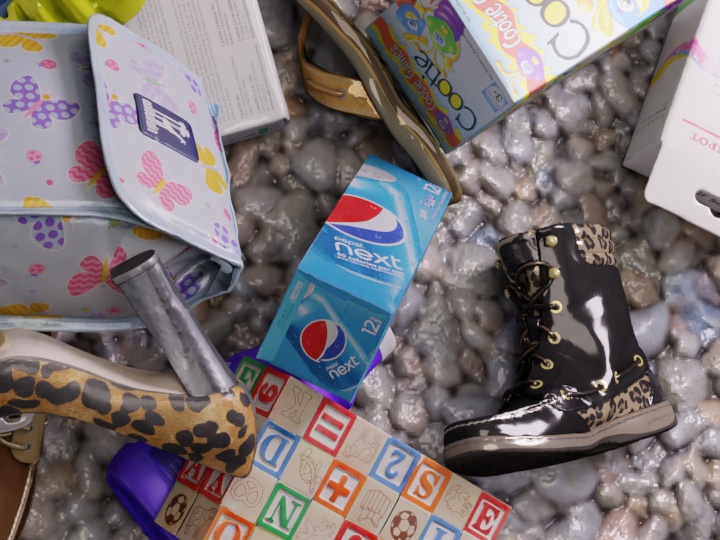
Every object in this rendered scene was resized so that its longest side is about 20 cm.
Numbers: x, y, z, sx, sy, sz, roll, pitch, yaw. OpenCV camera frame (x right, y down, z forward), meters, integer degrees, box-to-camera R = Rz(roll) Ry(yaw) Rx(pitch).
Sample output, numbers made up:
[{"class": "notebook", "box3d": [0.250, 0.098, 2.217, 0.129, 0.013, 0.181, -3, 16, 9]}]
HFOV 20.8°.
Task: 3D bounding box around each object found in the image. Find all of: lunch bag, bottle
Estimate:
[{"class": "lunch bag", "box3d": [-0.175, -0.060, 1.151, 0.199, 0.127, 0.170, 2, 48, -15]}, {"class": "bottle", "box3d": [-0.064, 0.093, 1.240, 0.200, 0.065, 0.084, -41, 102, -20]}]

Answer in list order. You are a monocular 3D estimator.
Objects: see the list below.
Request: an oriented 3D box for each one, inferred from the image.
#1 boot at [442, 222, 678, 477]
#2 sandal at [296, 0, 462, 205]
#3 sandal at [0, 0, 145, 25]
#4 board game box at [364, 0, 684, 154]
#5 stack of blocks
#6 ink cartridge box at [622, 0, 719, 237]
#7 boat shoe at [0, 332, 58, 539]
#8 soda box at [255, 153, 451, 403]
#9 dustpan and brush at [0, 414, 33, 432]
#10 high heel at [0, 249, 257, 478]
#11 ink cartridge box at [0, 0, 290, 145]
[{"class": "boot", "box3d": [0.117, 0.050, 1.282, 0.199, 0.073, 0.151, -6, 78, -39]}, {"class": "sandal", "box3d": [-0.004, -0.118, 1.303, 0.054, 0.080, 0.200, -34, 96, 4]}, {"class": "sandal", "box3d": [-0.227, -0.158, 1.227, 0.199, 0.080, 0.087, -29, 49, 2]}, {"class": "board game box", "box3d": [0.122, -0.180, 1.314, 0.200, 0.103, 0.105, -34, 90, -28]}, {"class": "stack of blocks", "box3d": [-0.013, 0.151, 1.207, 0.200, 0.058, 0.116, 32, 82, -33]}, {"class": "ink cartridge box", "box3d": [0.262, -0.109, 1.376, 0.117, 0.067, 0.201, 25, 72, -11]}, {"class": "boat shoe", "box3d": [-0.224, 0.078, 1.190, 0.075, 0.074, 0.201, 8, 77, -17]}, {"class": "soda box", "box3d": [0.000, 0.000, 1.209, 0.064, 0.200, 0.068, 25, 116, 1]}, {"class": "dustpan and brush", "box3d": [-0.290, 0.090, 1.152, 0.199, 0.057, 0.140, -2, 82, -3]}, {"class": "high heel", "box3d": [-0.163, 0.094, 1.105, 0.199, 0.071, 0.143, -28, 106, 8]}, {"class": "ink cartridge box", "box3d": [-0.162, -0.146, 1.279, 0.199, 0.050, 0.162, -16, 84, 0]}]
